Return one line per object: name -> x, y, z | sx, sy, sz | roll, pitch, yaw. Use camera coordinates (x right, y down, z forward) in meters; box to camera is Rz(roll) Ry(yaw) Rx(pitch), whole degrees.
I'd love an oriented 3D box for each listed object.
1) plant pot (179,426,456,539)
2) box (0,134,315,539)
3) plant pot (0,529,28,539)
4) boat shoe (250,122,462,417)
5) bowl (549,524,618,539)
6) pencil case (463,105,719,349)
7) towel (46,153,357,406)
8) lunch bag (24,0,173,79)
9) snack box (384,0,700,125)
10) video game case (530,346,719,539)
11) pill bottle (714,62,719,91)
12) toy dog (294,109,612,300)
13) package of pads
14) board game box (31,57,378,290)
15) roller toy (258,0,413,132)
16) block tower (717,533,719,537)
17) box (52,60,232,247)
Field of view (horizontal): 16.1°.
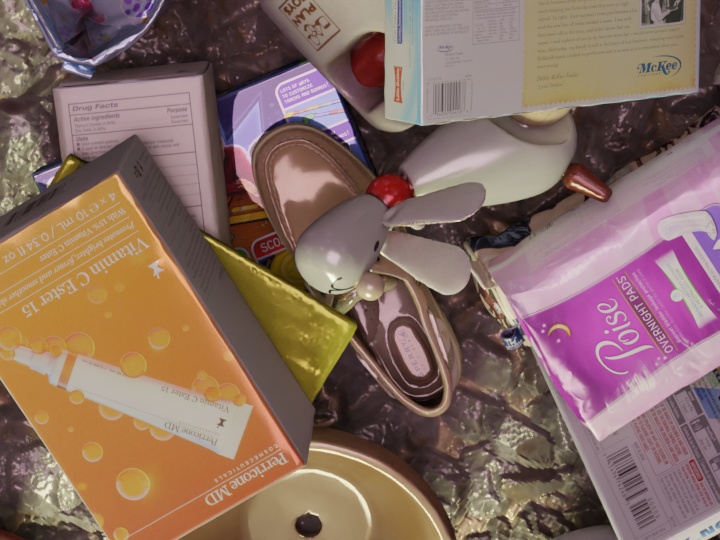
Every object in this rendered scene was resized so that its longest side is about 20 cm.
plant pot -> -0.036, 0.179, 1.596 | 0.200, 0.093, 0.201 | 1, 111, 2
box -> -0.131, 0.045, 1.453 | 0.124, 0.098, 0.200 | -31, 102, 10
plant pot -> -0.312, 0.215, 1.585 | 0.195, 0.201, 0.201 | 18, 100, -9
boat shoe -> 0.000, 0.000, 1.551 | 0.072, 0.065, 0.200 | -29, 100, 7
bowl -> 0.164, 0.223, 1.587 | 0.201, 0.090, 0.201 | 3, 130, 4
pencil case -> 0.162, -0.027, 1.560 | 0.200, 0.089, 0.078 | -28, 85, 7
towel -> -0.107, 0.015, 1.504 | 0.200, 0.018, 0.086 | 30, 105, -6
lunch bag -> -0.148, -0.221, 1.501 | 0.127, 0.170, 0.200 | 12, 101, -1
snack box -> 0.103, -0.148, 1.392 | 0.200, 0.037, 0.117 | -9, 105, -34
video game case -> 0.211, 0.064, 1.536 | 0.182, 0.200, 0.022 | -29, 135, 8
pill bottle -> 0.319, -0.086, 1.534 | 0.200, 0.106, 0.106 | 42, 99, -5
toy dog -> 0.065, -0.037, 1.451 | 0.200, 0.132, 0.096 | -44, 75, -3
package of pads -> 0.186, -0.004, 1.491 | 0.200, 0.076, 0.121 | -32, 109, 8
board game box -> -0.088, -0.039, 1.598 | 0.200, 0.034, 0.136 | -21, 99, 5
roller toy -> 0.035, -0.185, 1.489 | 0.182, 0.200, 0.140 | -42, 96, 15
block tower -> 0.262, 0.151, 1.528 | 0.058, 0.200, 0.054 | 4, 100, -22
box -> -0.126, -0.022, 1.544 | 0.095, 0.078, 0.201 | -4, 100, 3
